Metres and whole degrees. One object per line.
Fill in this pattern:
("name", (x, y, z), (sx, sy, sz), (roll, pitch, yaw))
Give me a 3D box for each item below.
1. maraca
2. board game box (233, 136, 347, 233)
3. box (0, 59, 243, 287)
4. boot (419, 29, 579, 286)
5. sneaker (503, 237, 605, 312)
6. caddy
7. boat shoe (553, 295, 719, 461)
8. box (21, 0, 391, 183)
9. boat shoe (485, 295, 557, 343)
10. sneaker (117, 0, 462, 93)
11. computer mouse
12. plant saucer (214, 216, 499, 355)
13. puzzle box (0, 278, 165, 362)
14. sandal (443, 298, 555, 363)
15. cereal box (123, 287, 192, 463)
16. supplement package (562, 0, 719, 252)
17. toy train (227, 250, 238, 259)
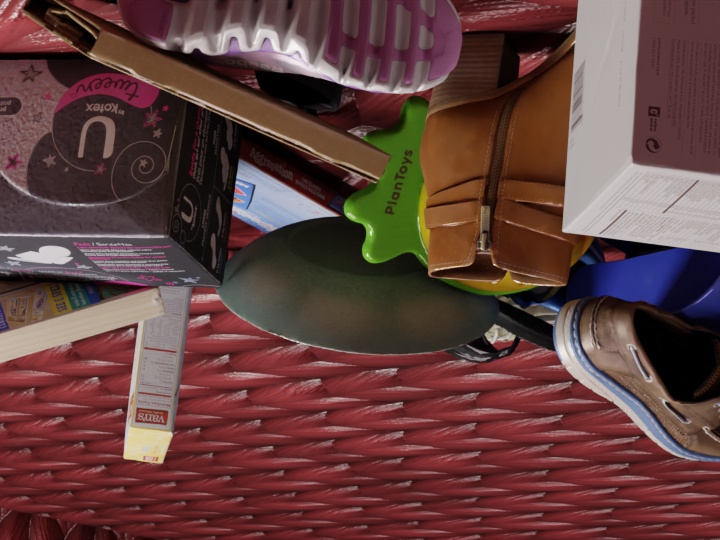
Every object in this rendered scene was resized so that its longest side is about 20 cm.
("maraca", (0.080, -0.051, 1.549), (0.199, 0.138, 0.107), (8, -167, -31))
("board game box", (-0.079, -0.063, 1.761), (0.102, 0.020, 0.200), (0, 164, 32))
("box", (-0.195, -0.068, 1.577), (0.199, 0.133, 0.115), (2, 164, 16))
("boot", (0.130, -0.068, 1.409), (0.199, 0.156, 0.074), (-3, 163, 31))
("sneaker", (0.112, -0.025, 1.675), (0.199, 0.083, 0.074), (25, 125, -37))
("caddy", (0.238, -0.011, 1.622), (0.105, 0.142, 0.200), (21, 160, -33))
("boat shoe", (0.219, 0.076, 1.556), (0.199, 0.073, 0.072), (27, 155, -35))
("box", (-0.096, -0.114, 1.404), (0.199, 0.021, 0.163), (22, -174, -27))
("boat shoe", (0.112, 0.025, 1.826), (0.199, 0.062, 0.072), (-14, 172, -31))
("sneaker", (-0.040, -0.146, 1.346), (0.199, 0.081, 0.088), (10, 172, 1))
("computer mouse", (-0.038, -0.122, 1.528), (0.058, 0.034, 0.200), (19, 173, 1))
("plant saucer", (0.000, 0.000, 1.603), (0.200, 0.039, 0.201), (6, -158, -3))
("puzzle box", (-0.228, -0.012, 1.675), (0.132, 0.200, 0.026), (-17, 126, -10))
("sandal", (0.061, 0.032, 1.680), (0.200, 0.048, 0.075), (20, -173, 29))
("cereal box", (-0.159, 0.046, 1.865), (0.039, 0.201, 0.144), (7, 166, -6))
("supplement package", (0.228, -0.096, 1.268), (0.199, 0.153, 0.151), (7, 166, -7))
("toy train", (-0.080, 0.002, 2.009), (0.199, 0.034, 0.046), (13, 152, -23))
